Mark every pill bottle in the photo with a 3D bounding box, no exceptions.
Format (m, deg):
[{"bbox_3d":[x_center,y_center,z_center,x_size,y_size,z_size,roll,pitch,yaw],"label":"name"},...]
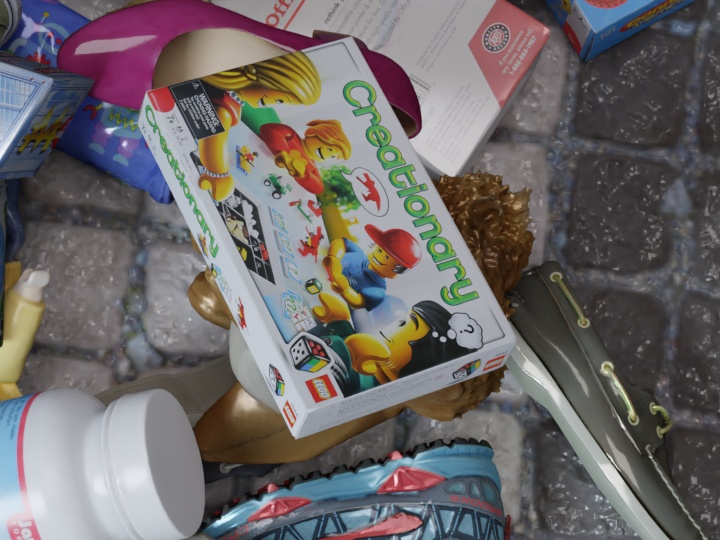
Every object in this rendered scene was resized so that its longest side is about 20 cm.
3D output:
[{"bbox_3d":[-0.192,0.126,1.249,0.199,0.109,0.109,-14,78,15],"label":"pill bottle"}]

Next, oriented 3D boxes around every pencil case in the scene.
[{"bbox_3d":[-0.178,-0.119,1.365,0.199,0.078,0.087,29,94,3],"label":"pencil case"}]

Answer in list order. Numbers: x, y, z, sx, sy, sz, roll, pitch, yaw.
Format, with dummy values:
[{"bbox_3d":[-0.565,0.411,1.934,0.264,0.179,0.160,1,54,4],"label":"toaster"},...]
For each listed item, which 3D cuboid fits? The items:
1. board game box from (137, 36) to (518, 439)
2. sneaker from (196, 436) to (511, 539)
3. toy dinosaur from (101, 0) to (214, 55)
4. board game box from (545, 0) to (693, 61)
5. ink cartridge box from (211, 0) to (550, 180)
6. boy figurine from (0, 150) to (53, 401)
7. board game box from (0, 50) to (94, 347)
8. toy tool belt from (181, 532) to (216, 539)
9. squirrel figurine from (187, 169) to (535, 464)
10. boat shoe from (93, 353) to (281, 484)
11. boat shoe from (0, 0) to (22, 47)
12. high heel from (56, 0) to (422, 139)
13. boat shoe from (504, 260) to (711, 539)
[{"bbox_3d":[-0.019,-0.021,1.186,0.126,0.035,0.201,-18,67,-25],"label":"board game box"},{"bbox_3d":[-0.007,0.162,1.307,0.199,0.079,0.096,-15,75,-6],"label":"sneaker"},{"bbox_3d":[-0.090,-0.194,1.326,0.101,0.058,0.201,23,72,3],"label":"toy dinosaur"},{"bbox_3d":[0.175,-0.266,1.427,0.195,0.056,0.201,-29,80,-9],"label":"board game box"},{"bbox_3d":[0.000,-0.144,1.385,0.200,0.068,0.117,33,77,4],"label":"ink cartridge box"},{"bbox_3d":[-0.211,0.019,1.319,0.064,0.124,0.201,-1,88,-33],"label":"boy figurine"},{"bbox_3d":[-0.249,-0.058,1.242,0.199,0.062,0.201,4,96,16],"label":"board game box"},{"bbox_3d":[-0.142,0.235,1.265,0.199,0.125,0.123,-14,114,13],"label":"toy tool belt"},{"bbox_3d":[0.000,0.000,1.299,0.199,0.142,0.187,1,37,3],"label":"squirrel figurine"},{"bbox_3d":[-0.067,0.090,1.345,0.199,0.073,0.063,-12,122,-12],"label":"boat shoe"},{"bbox_3d":[-0.279,-0.104,1.319,0.072,0.062,0.200,46,115,-5],"label":"boat shoe"},{"bbox_3d":[-0.064,-0.105,1.262,0.199,0.096,0.068,-4,120,-23],"label":"high heel"},{"bbox_3d":[0.147,0.085,1.339,0.060,0.072,0.202,-35,78,-5],"label":"boat shoe"}]
